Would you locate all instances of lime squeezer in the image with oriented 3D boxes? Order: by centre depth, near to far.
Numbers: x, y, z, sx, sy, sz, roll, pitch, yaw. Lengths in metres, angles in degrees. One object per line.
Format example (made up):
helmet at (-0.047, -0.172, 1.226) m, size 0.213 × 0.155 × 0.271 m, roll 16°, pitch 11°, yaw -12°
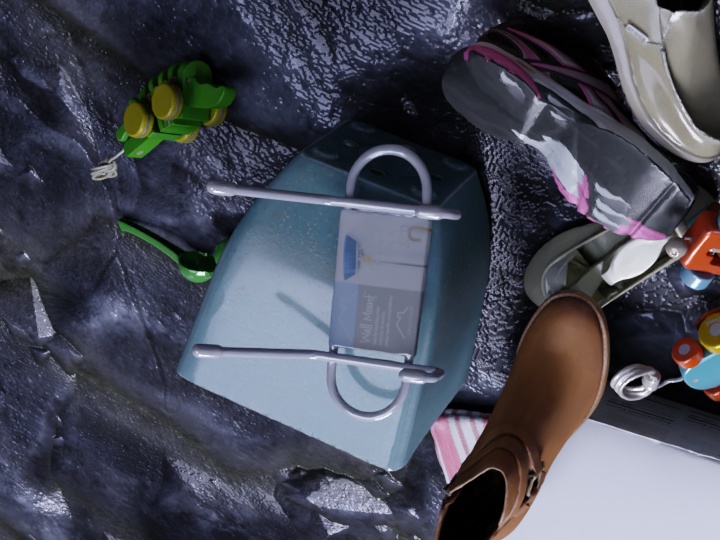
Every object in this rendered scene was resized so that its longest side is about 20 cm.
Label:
lime squeezer at (-0.133, -0.026, 1.331) m, size 0.199 × 0.038 × 0.071 m, roll -7°, pitch 92°, yaw 37°

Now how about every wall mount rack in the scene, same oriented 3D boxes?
wall mount rack at (-0.021, 0.007, 1.031) m, size 0.173 × 0.075 × 0.201 m, roll 6°, pitch 93°, yaw 14°

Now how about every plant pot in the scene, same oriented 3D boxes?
plant pot at (0.000, 0.000, 1.156) m, size 0.195 × 0.196 × 0.201 m, roll 23°, pitch 116°, yaw 12°

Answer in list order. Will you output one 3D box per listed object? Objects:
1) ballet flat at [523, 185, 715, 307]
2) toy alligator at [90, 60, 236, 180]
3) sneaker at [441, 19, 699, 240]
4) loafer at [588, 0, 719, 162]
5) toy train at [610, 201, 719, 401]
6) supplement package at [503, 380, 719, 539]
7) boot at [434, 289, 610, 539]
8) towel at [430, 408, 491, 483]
ballet flat at (0.187, -0.005, 1.123) m, size 0.069 × 0.070 × 0.200 m, roll 43°, pitch 137°, yaw -9°
toy alligator at (-0.174, -0.134, 1.241) m, size 0.200 × 0.059 × 0.055 m, roll -23°, pitch 72°, yaw 44°
sneaker at (0.161, -0.110, 1.028) m, size 0.200 × 0.086 × 0.080 m, roll 40°, pitch 142°, yaw -3°
loafer at (0.205, -0.159, 0.967) m, size 0.068 × 0.076 × 0.200 m, roll -12°, pitch 120°, yaw 45°
toy train at (0.262, 0.018, 1.077) m, size 0.150 × 0.056 × 0.200 m, roll 6°, pitch 138°, yaw -15°
supplement package at (0.212, 0.187, 1.204) m, size 0.199 × 0.111 × 0.156 m, roll 17°, pitch 106°, yaw 18°
boot at (0.115, 0.117, 1.084) m, size 0.077 × 0.155 × 0.201 m, roll 31°, pitch 110°, yaw 15°
towel at (0.167, 0.185, 1.336) m, size 0.199 × 0.030 × 0.147 m, roll 0°, pitch 127°, yaw 28°
